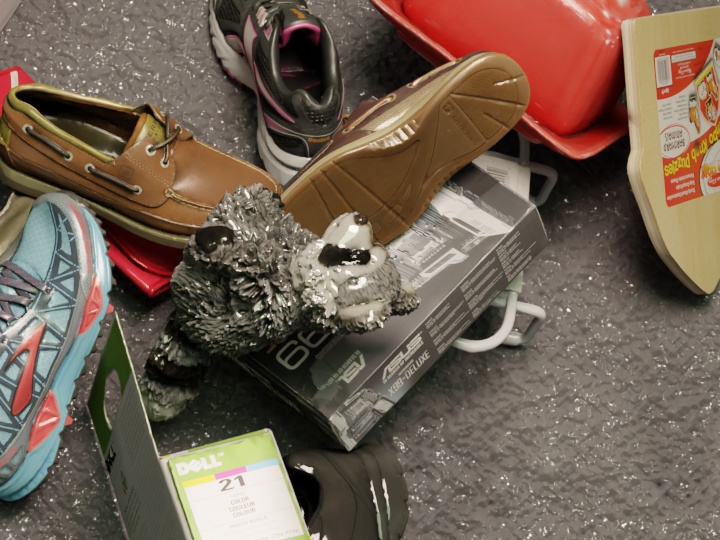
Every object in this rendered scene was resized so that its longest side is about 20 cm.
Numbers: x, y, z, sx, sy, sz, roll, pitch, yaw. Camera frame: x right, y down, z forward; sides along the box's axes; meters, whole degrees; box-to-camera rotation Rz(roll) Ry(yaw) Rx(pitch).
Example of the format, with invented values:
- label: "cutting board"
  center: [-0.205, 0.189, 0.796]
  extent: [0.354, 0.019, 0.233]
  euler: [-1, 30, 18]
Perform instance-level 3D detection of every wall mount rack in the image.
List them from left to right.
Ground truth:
- label: "wall mount rack"
  center: [0.046, -0.027, 1.687]
  extent: [0.173, 0.075, 0.200]
  euler: [13, 60, -10]

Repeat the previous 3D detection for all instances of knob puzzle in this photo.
- label: "knob puzzle"
  center: [0.225, -0.082, 1.720]
  extent: [0.030, 0.220, 0.220]
  euler: [-2, 55, 31]

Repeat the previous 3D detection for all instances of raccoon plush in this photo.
- label: "raccoon plush"
  center: [-0.047, 0.038, 1.533]
  extent: [0.134, 0.200, 0.097]
  euler: [33, 43, 12]

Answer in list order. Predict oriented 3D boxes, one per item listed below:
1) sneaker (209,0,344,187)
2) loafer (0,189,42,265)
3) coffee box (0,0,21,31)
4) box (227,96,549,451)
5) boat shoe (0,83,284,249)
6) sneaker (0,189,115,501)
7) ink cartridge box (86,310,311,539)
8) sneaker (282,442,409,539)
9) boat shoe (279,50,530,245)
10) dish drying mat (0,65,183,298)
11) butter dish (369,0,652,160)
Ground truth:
- label: "sneaker"
  center: [-0.048, -0.158, 1.709]
  extent: [0.080, 0.086, 0.200]
  euler: [-11, 54, -21]
- label: "loafer"
  center: [-0.275, 0.013, 1.585]
  extent: [0.070, 0.075, 0.200]
  euler: [36, 60, 4]
- label: "coffee box"
  center: [-0.320, -0.255, 1.641]
  extent: [0.197, 0.200, 0.200]
  euler: [27, 62, 2]
- label: "box"
  center: [0.000, 0.000, 1.614]
  extent: [0.200, 0.050, 0.158]
  euler: [-45, 56, -13]
- label: "boat shoe"
  center: [-0.143, -0.069, 1.595]
  extent: [0.199, 0.068, 0.072]
  euler: [12, 43, -1]
- label: "sneaker"
  center: [-0.220, 0.043, 1.529]
  extent: [0.095, 0.079, 0.201]
  euler: [17, 86, -43]
- label: "ink cartridge box"
  center: [-0.101, 0.135, 1.522]
  extent: [0.076, 0.148, 0.200]
  euler: [-13, 67, -19]
- label: "sneaker"
  center: [-0.009, 0.201, 1.543]
  extent: [0.091, 0.076, 0.200]
  euler: [8, 51, -34]
- label: "boat shoe"
  center: [0.018, -0.078, 1.597]
  extent: [0.200, 0.072, 0.072]
  euler: [-40, 114, 1]
- label: "dish drying mat"
  center: [-0.189, -0.063, 1.661]
  extent: [0.200, 0.018, 0.077]
  euler: [44, 33, 12]
- label: "butter dish"
  center: [0.131, -0.191, 1.707]
  extent: [0.199, 0.148, 0.200]
  euler: [40, 20, 8]
